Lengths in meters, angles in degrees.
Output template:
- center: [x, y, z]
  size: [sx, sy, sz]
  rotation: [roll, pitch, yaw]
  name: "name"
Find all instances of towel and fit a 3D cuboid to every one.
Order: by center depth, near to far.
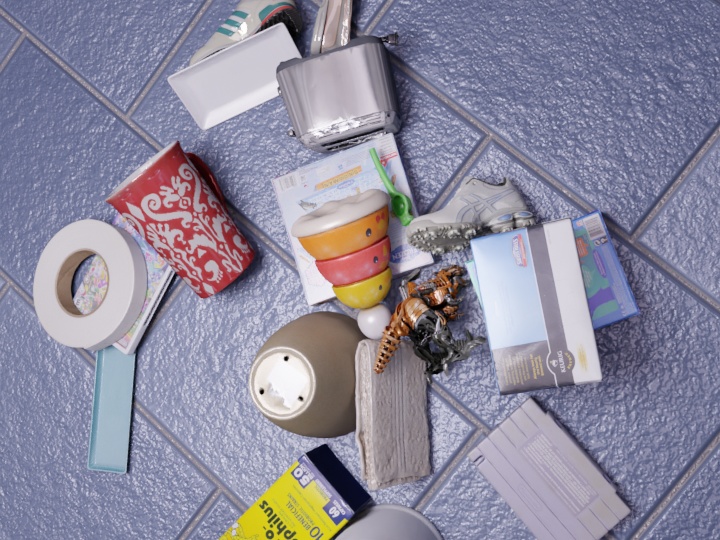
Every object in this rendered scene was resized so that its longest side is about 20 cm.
- center: [0.047, 0.197, 1.172]
  size: [0.034, 0.132, 0.203]
  rotation: [-6, 83, 41]
  name: "towel"

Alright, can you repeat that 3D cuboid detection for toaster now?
- center: [-0.020, -0.253, 1.225]
  size: [0.197, 0.114, 0.131]
  rotation: [-14, 87, 11]
  name: "toaster"

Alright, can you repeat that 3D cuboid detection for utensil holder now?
- center: [0.023, 0.418, 1.124]
  size: [0.168, 0.200, 0.172]
  rotation: [-1, 87, 14]
  name: "utensil holder"

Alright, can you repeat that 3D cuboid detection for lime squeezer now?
- center: [0.078, -0.091, 1.185]
  size: [0.199, 0.038, 0.071]
  rotation: [38, 71, -4]
  name: "lime squeezer"

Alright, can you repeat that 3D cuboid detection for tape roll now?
- center: [-0.426, 0.022, 1.323]
  size: [0.200, 0.037, 0.206]
  rotation: [-4, 80, 22]
  name: "tape roll"

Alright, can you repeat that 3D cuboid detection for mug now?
- center: [-0.242, -0.083, 1.240]
  size: [0.201, 0.133, 0.178]
  rotation: [52, 58, -17]
  name: "mug"

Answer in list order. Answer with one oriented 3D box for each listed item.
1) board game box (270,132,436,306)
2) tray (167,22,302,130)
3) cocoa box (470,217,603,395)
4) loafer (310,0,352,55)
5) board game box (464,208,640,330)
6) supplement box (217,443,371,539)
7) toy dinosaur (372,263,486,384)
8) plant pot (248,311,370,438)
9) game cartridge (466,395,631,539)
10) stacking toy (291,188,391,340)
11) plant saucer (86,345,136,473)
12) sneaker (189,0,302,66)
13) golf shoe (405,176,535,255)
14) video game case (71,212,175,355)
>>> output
- center: [-0.011, -0.073, 1.245]
  size: [0.198, 0.041, 0.202]
  rotation: [-18, 82, 12]
  name: "board game box"
- center: [-0.183, -0.297, 1.286]
  size: [0.198, 0.108, 0.022]
  rotation: [-22, 41, 11]
  name: "tray"
- center: [0.227, 0.049, 1.084]
  size: [0.130, 0.133, 0.203]
  rotation: [-12, 84, 14]
  name: "cocoa box"
- center: [-0.024, -0.416, 1.265]
  size: [0.062, 0.072, 0.203]
  rotation: [14, 96, -2]
  name: "loafer"
- center: [0.263, 0.024, 1.168]
  size: [0.198, 0.045, 0.154]
  rotation: [-21, 82, 12]
  name: "board game box"
- center: [-0.098, 0.361, 1.204]
  size: [0.200, 0.109, 0.109]
  rotation: [-46, 77, 8]
  name: "supplement box"
- center: [0.088, 0.076, 1.168]
  size: [0.200, 0.102, 0.136]
  rotation: [-40, 91, -10]
  name: "toy dinosaur"
- center: [-0.076, 0.148, 1.166]
  size: [0.185, 0.200, 0.190]
  rotation: [-1, 86, 13]
  name: "plant pot"
- center: [0.259, 0.288, 1.160]
  size: [0.129, 0.038, 0.200]
  rotation: [-42, 78, 4]
  name: "game cartridge"
- center: [0.000, 0.000, 1.171]
  size: [0.144, 0.146, 0.202]
  rotation: [-18, 102, 12]
  name: "stacking toy"
- center: [-0.391, 0.215, 1.334]
  size: [0.069, 0.019, 0.203]
  rotation: [3, 88, 14]
  name: "plant saucer"
- center: [-0.181, -0.368, 1.304]
  size: [0.198, 0.070, 0.094]
  rotation: [-28, 54, 19]
  name: "sneaker"
- center: [0.141, -0.080, 1.163]
  size: [0.198, 0.078, 0.098]
  rotation: [-7, 68, -28]
  name: "golf shoe"
- center: [-0.368, 0.010, 1.330]
  size: [0.142, 0.018, 0.202]
  rotation: [30, 93, 24]
  name: "video game case"
